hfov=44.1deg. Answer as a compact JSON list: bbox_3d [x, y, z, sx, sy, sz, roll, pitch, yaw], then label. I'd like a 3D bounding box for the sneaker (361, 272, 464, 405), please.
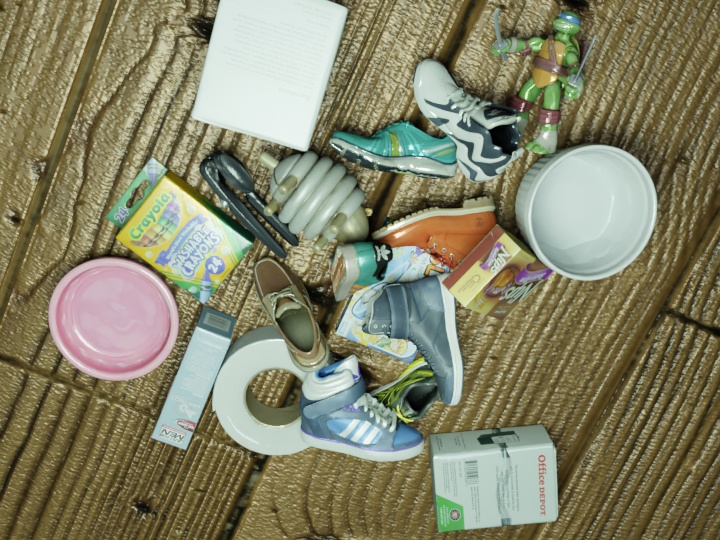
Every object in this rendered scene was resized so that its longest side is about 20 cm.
[{"bbox_3d":[0.078,0.113,1.357,0.146,0.077,0.203,-8,90,-10],"label":"sneaker"}]

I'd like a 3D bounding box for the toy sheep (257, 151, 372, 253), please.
[{"bbox_3d":[-0.069,-0.108,1.310,0.200,0.138,0.138,41,101,-7],"label":"toy sheep"}]

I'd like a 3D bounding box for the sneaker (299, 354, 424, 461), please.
[{"bbox_3d":[0.006,0.204,1.358,0.200,0.081,0.147,7,109,2],"label":"sneaker"}]

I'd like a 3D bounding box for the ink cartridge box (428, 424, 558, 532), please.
[{"bbox_3d":[0.220,0.344,1.479,0.200,0.083,0.147,-5,106,0],"label":"ink cartridge box"}]

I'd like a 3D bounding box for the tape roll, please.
[{"bbox_3d":[-0.134,0.191,1.428,0.202,0.071,0.203,-1,107,-2],"label":"tape roll"}]

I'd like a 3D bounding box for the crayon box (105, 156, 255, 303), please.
[{"bbox_3d":[-0.278,-0.060,1.358,0.200,0.052,0.126,38,102,-11],"label":"crayon box"}]

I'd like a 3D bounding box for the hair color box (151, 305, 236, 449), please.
[{"bbox_3d":[-0.261,0.168,1.401,0.061,0.099,0.200,21,105,-8],"label":"hair color box"}]

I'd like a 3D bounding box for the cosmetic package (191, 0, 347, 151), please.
[{"bbox_3d":[-0.123,-0.291,1.235,0.165,0.165,0.200,16,104,-6],"label":"cosmetic package"}]

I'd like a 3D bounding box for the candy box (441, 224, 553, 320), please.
[{"bbox_3d":[0.208,0.009,1.324,0.117,0.200,0.056,-47,64,11],"label":"candy box"}]

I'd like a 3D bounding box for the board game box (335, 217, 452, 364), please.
[{"bbox_3d":[0.061,0.034,1.406,0.135,0.034,0.200,22,104,-8],"label":"board game box"}]

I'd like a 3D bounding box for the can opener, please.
[{"bbox_3d":[-0.169,-0.096,1.347,0.063,0.079,0.200,-35,114,0],"label":"can opener"}]

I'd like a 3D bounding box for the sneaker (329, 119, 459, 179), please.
[{"bbox_3d":[0.052,-0.186,1.332,0.200,0.078,0.080,7,89,-10],"label":"sneaker"}]

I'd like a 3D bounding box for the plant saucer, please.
[{"bbox_3d":[-0.383,0.072,1.394,0.200,0.051,0.201,-1,106,-3],"label":"plant saucer"}]

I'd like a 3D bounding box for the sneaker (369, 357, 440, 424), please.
[{"bbox_3d":[0.056,0.220,1.435,0.074,0.085,0.200,42,101,-12],"label":"sneaker"}]

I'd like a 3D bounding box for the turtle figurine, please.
[{"bbox_3d":[0.243,-0.270,1.258,0.144,0.200,0.194,16,115,9],"label":"turtle figurine"}]

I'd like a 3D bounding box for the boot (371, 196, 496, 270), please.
[{"bbox_3d":[0.118,-0.043,1.334,0.200,0.075,0.107,-11,89,-15],"label":"boot"}]

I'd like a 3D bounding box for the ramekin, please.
[{"bbox_3d":[0.328,-0.093,1.329,0.200,0.105,0.201,-2,103,-10],"label":"ramekin"}]

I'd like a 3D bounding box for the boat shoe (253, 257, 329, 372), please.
[{"bbox_3d":[-0.106,0.057,1.345,0.076,0.072,0.200,-30,67,-8],"label":"boat shoe"}]

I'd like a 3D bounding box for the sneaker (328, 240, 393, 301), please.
[{"bbox_3d":[0.000,0.000,1.319,0.080,0.200,0.072,-10,83,-11],"label":"sneaker"}]

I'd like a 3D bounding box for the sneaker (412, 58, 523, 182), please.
[{"bbox_3d":[0.164,-0.228,1.268,0.079,0.130,0.199,-30,96,-30],"label":"sneaker"}]
